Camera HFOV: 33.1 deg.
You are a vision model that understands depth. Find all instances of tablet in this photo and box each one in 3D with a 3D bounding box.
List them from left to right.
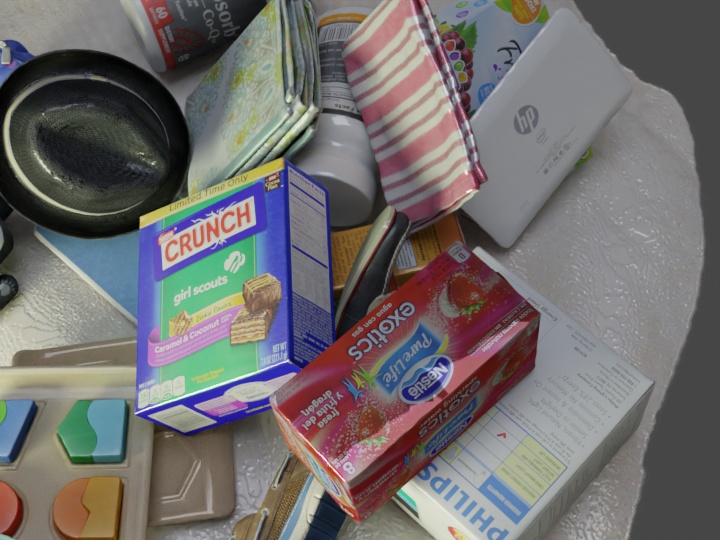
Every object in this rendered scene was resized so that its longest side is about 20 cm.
[{"bbox_3d":[-0.219,-0.026,1.213,0.200,0.014,0.130,38,70,21],"label":"tablet"},{"bbox_3d":[0.163,-0.131,1.138,0.200,0.130,0.014,-52,36,-1],"label":"tablet"}]

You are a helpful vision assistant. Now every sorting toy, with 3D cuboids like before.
[{"bbox_3d":[-0.274,0.175,1.043,0.184,0.037,0.201,-1,63,-1],"label":"sorting toy"},{"bbox_3d":[-0.218,0.149,1.109,0.199,0.037,0.186,-6,62,-3],"label":"sorting toy"}]

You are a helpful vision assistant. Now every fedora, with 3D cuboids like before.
[{"bbox_3d":[-0.250,-0.114,1.142,0.200,0.201,0.092,-32,20,-12],"label":"fedora"}]

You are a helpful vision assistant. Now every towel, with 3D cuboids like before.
[{"bbox_3d":[-0.108,-0.154,1.187,0.048,0.200,0.172,22,45,-32],"label":"towel"},{"bbox_3d":[0.040,-0.142,1.077,0.030,0.146,0.201,-14,81,-28],"label":"towel"}]

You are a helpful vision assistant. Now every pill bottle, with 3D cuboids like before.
[{"bbox_3d":[-0.152,-0.302,1.299,0.199,0.116,0.116,-25,62,-9],"label":"pill bottle"},{"bbox_3d":[-0.015,-0.153,1.207,0.116,0.117,0.201,8,63,9],"label":"pill bottle"}]

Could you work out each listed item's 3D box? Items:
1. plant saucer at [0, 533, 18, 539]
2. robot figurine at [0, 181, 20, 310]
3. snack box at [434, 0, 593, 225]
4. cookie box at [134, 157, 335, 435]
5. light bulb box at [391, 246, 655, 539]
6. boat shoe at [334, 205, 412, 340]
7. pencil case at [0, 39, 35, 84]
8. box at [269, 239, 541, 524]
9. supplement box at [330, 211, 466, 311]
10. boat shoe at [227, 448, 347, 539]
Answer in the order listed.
[{"bbox_3d":[-0.311,0.295,0.983,0.199,0.036,0.201,0,103,-2],"label":"plant saucer"},{"bbox_3d":[-0.418,-0.021,1.167,0.150,0.125,0.200,28,67,26],"label":"robot figurine"},{"bbox_3d":[0.130,-0.161,1.156,0.142,0.201,0.053,-34,32,-14],"label":"snack box"},{"bbox_3d":[-0.112,0.024,1.074,0.170,0.075,0.201,-20,57,26],"label":"cookie box"},{"bbox_3d":[0.108,0.126,1.039,0.198,0.125,0.200,39,72,22],"label":"light bulb box"},{"bbox_3d":[0.008,0.039,1.078,0.062,0.071,0.201,22,109,-1],"label":"boat shoe"},{"bbox_3d":[-0.314,-0.174,1.253,0.199,0.087,0.078,29,54,23],"label":"pencil case"},{"bbox_3d":[0.038,0.086,0.939,0.200,0.100,0.095,-39,65,-15],"label":"box"},{"bbox_3d":[0.000,0.000,1.151,0.199,0.067,0.069,-14,61,-4],"label":"supplement box"},{"bbox_3d":[-0.071,0.239,1.031,0.072,0.072,0.201,18,69,37],"label":"boat shoe"}]
